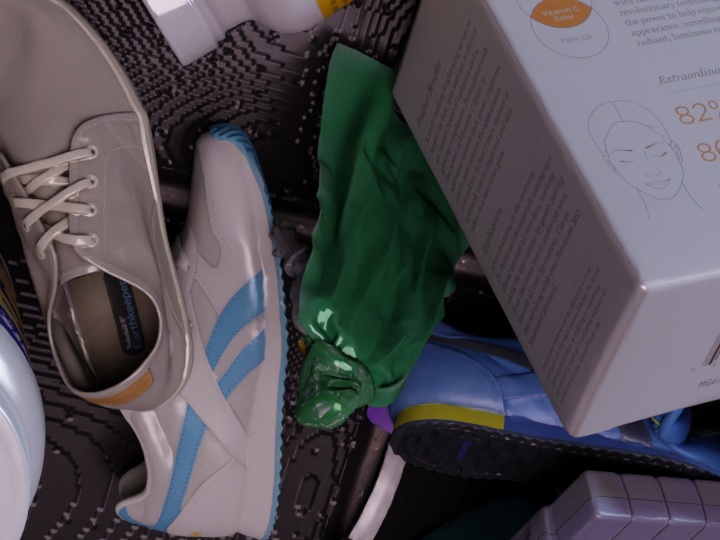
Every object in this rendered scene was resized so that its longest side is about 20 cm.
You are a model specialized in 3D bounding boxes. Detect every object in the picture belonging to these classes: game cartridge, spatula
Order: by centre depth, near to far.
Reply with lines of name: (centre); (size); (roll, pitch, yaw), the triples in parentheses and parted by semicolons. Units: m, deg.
game cartridge: (0.108, 0.163, 1.190); (0.129, 0.039, 0.200); (3, 144, -31)
spatula: (0.005, 0.119, 1.233); (0.056, 0.021, 0.201); (25, 103, -22)

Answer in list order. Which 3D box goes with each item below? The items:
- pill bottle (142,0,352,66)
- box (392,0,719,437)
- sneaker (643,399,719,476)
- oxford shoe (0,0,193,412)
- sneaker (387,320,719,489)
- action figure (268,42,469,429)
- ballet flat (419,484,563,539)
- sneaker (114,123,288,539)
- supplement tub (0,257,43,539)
pill bottle: (-0.012, -0.173, 1.076); (0.199, 0.104, 0.105); (-33, 114, -1)
box: (0.126, -0.051, 1.074); (0.151, 0.201, 0.107); (-11, 146, -23)
sneaker: (0.153, 0.030, 1.136); (0.105, 0.200, 0.076); (5, 123, -54)
oxford shoe: (-0.126, -0.031, 1.098); (0.075, 0.058, 0.202); (-17, 93, 20)
sneaker: (0.110, 0.067, 1.178); (0.198, 0.079, 0.066); (14, 147, -9)
action figure: (0.000, 0.000, 1.093); (0.055, 0.201, 0.118); (-31, 115, 29)
ballet flat: (0.103, 0.135, 1.238); (0.199, 0.073, 0.073); (-33, 114, -3)
sneaker: (-0.075, 0.031, 1.153); (0.080, 0.077, 0.202); (1, 106, -6)
supplement tub: (-0.211, 0.054, 1.050); (0.144, 0.200, 0.147); (-5, 111, -12)
